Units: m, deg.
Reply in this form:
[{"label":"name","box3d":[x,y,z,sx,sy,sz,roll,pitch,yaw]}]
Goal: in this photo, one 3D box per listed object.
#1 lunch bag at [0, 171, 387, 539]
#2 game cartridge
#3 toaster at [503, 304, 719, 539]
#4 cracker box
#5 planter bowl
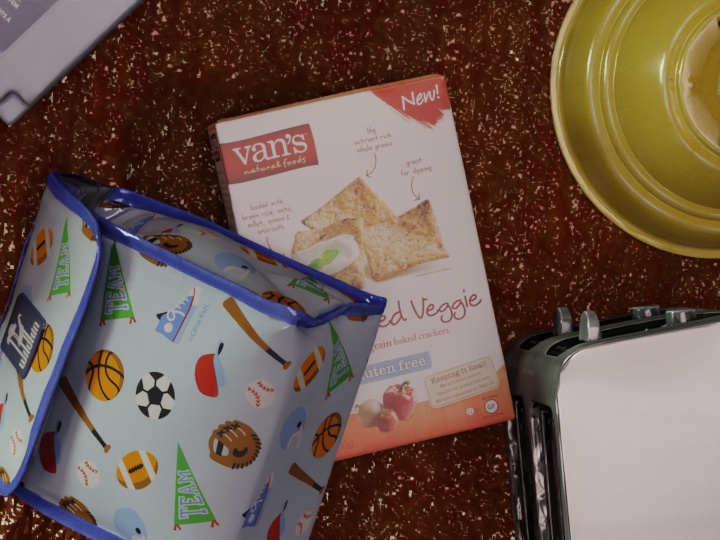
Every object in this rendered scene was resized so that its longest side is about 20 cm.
[{"label":"lunch bag","box3d":[-0.114,0.057,1.232,0.200,0.124,0.170,26,103,26]},{"label":"game cartridge","box3d":[-0.214,-0.197,1.263,0.133,0.041,0.200,-41,98,8]},{"label":"toaster","box3d":[0.153,0.118,1.268,0.118,0.181,0.201,-6,92,-5]},{"label":"cracker box","box3d":[0.000,0.000,1.300,0.134,0.058,0.201,-13,93,-7]},{"label":"planter bowl","box3d":[0.215,-0.106,1.314,0.200,0.083,0.201,0,93,-9]}]
